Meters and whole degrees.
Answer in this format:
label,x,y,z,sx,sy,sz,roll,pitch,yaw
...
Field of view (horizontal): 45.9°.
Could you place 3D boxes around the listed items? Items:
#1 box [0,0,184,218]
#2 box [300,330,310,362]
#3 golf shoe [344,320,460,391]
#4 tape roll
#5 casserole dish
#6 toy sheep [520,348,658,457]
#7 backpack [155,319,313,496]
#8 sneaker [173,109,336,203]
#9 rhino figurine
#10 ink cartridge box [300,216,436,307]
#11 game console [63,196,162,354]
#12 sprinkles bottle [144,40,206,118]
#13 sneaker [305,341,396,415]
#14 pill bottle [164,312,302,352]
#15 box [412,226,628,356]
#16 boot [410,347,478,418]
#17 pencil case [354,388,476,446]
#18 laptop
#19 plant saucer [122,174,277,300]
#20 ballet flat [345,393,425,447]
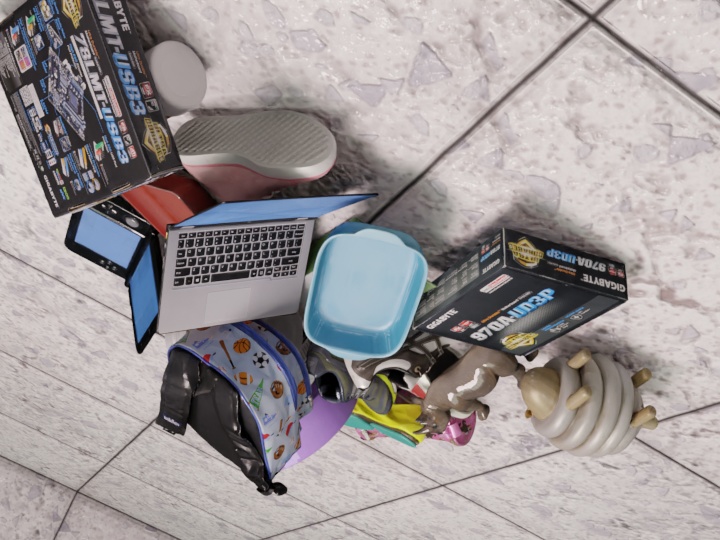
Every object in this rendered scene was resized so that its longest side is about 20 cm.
label,x,y,z,sx,sy,sz,roll,pitch,yaw
box,-0.277,-0.170,0.840,0.196,0.049,0.204,-12,101,42
box,-0.175,0.151,1.278,0.197,0.144,0.037,-5,124,38
golf shoe,0.071,0.098,1.041,0.195,0.097,0.078,-7,164,-13
tape roll,-0.101,0.196,1.237,0.197,0.201,0.066,-12,119,42
casserole dish,0.004,0.020,0.929,0.118,0.039,0.202,11,134,-4
toy sheep,0.282,0.164,1.038,0.196,0.140,0.138,21,150,-13
backpack,-0.148,0.144,1.039,0.197,0.155,0.192,25,147,21
sneaker,-0.098,-0.108,0.902,0.196,0.076,0.105,7,148,28
rhino figurine,0.134,0.152,1.096,0.087,0.060,0.200,30,120,-31
ink cartridge box,0.000,0.000,1.018,0.103,0.060,0.199,33,147,-21
game console,-0.341,0.002,1.175,0.174,0.118,0.200,29,148,-13
sprinkles bottle,-0.242,-0.174,0.890,0.197,0.069,0.068,-13,136,44
sneaker,-0.018,0.143,1.120,0.073,0.082,0.200,5,148,38
pill bottle,-0.187,0.092,1.224,0.197,0.114,0.112,-5,141,38
box,0.170,0.030,0.941,0.156,0.047,0.200,15,152,-21
boot,0.061,0.144,1.199,0.199,0.073,0.144,39,146,-14
pencil case,0.079,0.218,1.280,0.197,0.088,0.083,-6,146,38
laptop,-0.102,-0.006,0.902,0.116,0.184,0.204,38,124,44
plant saucer,-0.201,-0.056,1.032,0.198,0.037,0.200,17,155,46
ballet flat,0.022,0.203,1.239,0.197,0.068,0.067,7,154,44
